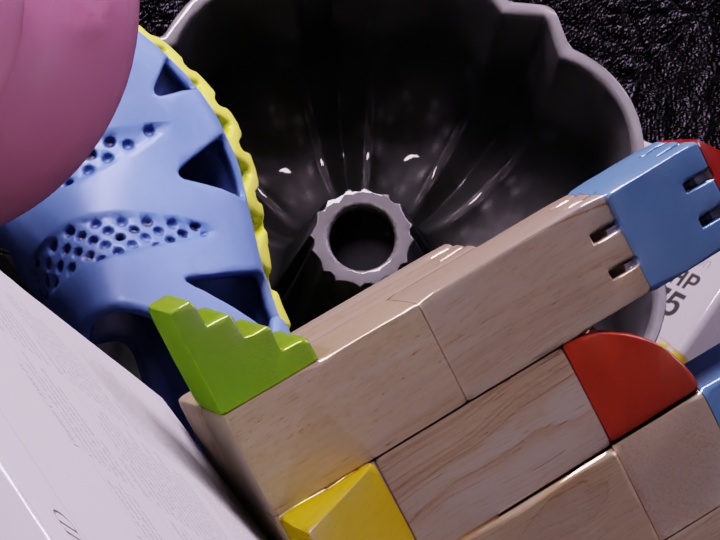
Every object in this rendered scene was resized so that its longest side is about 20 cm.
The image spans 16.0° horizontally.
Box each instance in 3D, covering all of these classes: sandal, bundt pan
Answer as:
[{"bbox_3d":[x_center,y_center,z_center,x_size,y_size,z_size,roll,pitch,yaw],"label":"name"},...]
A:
[{"bbox_3d":[-0.061,0.006,0.739,0.201,0.079,0.087,58,13,3],"label":"sandal"},{"bbox_3d":[0.000,0.000,0.847,0.202,0.202,0.076,46,-12,12],"label":"bundt pan"}]

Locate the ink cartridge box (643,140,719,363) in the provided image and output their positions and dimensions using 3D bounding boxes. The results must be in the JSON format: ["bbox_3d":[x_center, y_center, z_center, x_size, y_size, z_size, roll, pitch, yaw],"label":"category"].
[{"bbox_3d":[0.108,0.069,1.044,0.146,0.200,0.146,43,-11,-35],"label":"ink cartridge box"}]

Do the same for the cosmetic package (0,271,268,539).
[{"bbox_3d":[-0.053,0.063,0.483,0.200,0.052,0.151,48,1,44],"label":"cosmetic package"}]

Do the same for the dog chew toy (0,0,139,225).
[{"bbox_3d":[-0.127,-0.066,0.603,0.125,0.125,0.200,46,10,6],"label":"dog chew toy"}]

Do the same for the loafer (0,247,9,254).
[{"bbox_3d":[-0.130,-0.055,0.806,0.070,0.075,0.200,42,1,25],"label":"loafer"}]

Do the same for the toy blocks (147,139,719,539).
[{"bbox_3d":[0.055,0.064,0.594,0.201,0.136,0.100,63,-14,-9],"label":"toy blocks"}]
